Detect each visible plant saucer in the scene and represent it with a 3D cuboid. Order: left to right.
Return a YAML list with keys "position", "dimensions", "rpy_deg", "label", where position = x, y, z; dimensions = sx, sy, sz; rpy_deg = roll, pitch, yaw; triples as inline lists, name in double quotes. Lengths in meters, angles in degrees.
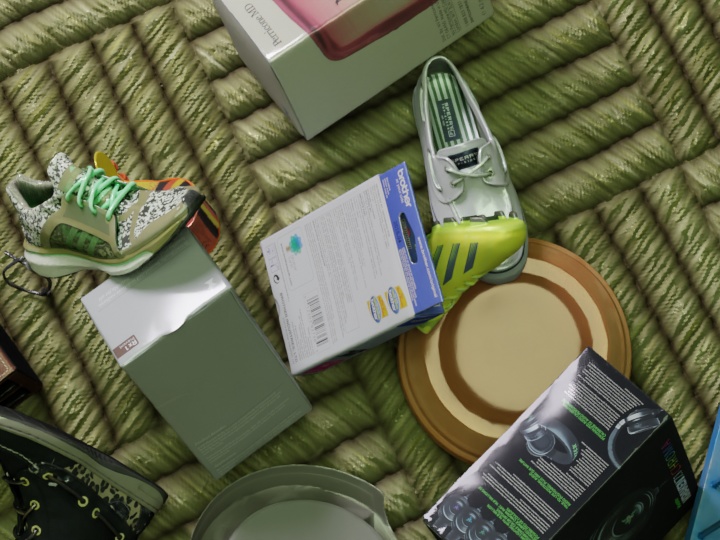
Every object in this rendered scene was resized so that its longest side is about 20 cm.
- position: [0.129, 0.068, 1.582]
  dimensions: [0.198, 0.037, 0.202]
  rpy_deg: [0, 78, 2]
  label: "plant saucer"

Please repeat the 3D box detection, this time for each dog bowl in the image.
- position: [-0.042, 0.252, 1.495]
  dimensions: [0.198, 0.059, 0.201]
  rpy_deg: [7, 49, -7]
  label: "dog bowl"

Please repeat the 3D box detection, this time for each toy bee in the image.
- position: [-0.202, -0.053, 1.581]
  dimensions: [0.198, 0.131, 0.109]
  rpy_deg: [4, 53, 13]
  label: "toy bee"

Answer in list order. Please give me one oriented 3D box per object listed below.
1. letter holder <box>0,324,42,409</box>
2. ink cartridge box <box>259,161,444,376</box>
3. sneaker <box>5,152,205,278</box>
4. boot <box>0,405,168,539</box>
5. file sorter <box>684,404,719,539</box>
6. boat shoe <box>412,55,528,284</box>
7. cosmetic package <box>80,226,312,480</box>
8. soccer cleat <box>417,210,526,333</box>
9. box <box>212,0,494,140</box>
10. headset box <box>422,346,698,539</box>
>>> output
- position: [-0.384, 0.052, 1.567]
  dimensions: [0.142, 0.101, 0.201]
  rpy_deg: [-36, 80, -4]
  label: "letter holder"
- position: [0.000, 0.000, 1.530]
  dimensions: [0.042, 0.200, 0.120]
  rpy_deg: [-5, 75, -39]
  label: "ink cartridge box"
- position: [-0.205, -0.049, 1.448]
  dimensions: [0.089, 0.199, 0.077]
  rpy_deg: [57, 45, -26]
  label: "sneaker"
- position: [-0.265, 0.202, 1.508]
  dimensions: [0.203, 0.073, 0.155]
  rpy_deg: [31, 82, -32]
  label: "boot"
- position: [0.348, 0.178, 1.467]
  dimensions: [0.138, 0.123, 0.201]
  rpy_deg: [25, 61, -7]
  label: "file sorter"
- position: [0.084, -0.085, 1.580]
  dimensions: [0.073, 0.067, 0.201]
  rpy_deg: [-21, 67, -4]
  label: "boat shoe"
- position: [-0.126, 0.068, 1.497]
  dimensions: [0.106, 0.200, 0.090]
  rpy_deg: [-34, 50, -5]
  label: "cosmetic package"
- position: [0.066, 0.005, 1.535]
  dimensions: [0.064, 0.199, 0.085]
  rpy_deg: [-5, 81, -43]
  label: "soccer cleat"
- position: [-0.009, -0.231, 1.591]
  dimensions: [0.199, 0.109, 0.128]
  rpy_deg: [-34, 54, -6]
  label: "box"
- position: [0.156, 0.189, 1.477]
  dimensions: [0.200, 0.174, 0.093]
  rpy_deg: [-44, 58, -8]
  label: "headset box"
